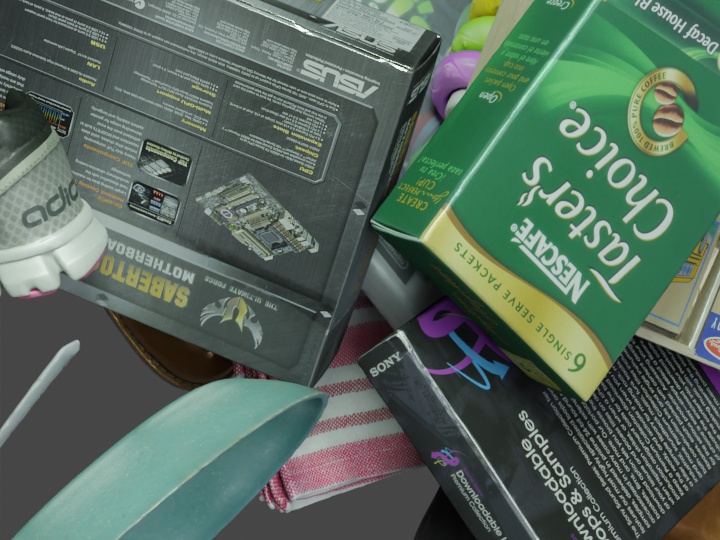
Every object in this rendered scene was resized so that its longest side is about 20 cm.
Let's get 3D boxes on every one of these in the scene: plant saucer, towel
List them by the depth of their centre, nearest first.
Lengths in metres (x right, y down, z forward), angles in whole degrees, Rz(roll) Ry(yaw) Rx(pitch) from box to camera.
[{"bbox_3d":[-0.098,0.106,1.027,0.200,0.200,0.036,-41,81,-14],"label":"plant saucer"},{"bbox_3d":[0.000,0.000,1.151,0.146,0.030,0.202,-12,100,-44],"label":"towel"}]

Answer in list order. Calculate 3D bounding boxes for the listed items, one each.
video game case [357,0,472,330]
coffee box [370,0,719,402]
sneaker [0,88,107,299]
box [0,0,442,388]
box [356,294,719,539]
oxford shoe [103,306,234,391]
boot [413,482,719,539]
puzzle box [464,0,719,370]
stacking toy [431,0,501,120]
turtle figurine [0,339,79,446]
[{"bbox_3d":[0.011,-0.099,1.138,0.200,0.023,0.182,51,51,-18],"label":"video game case"},{"bbox_3d":[0.107,-0.059,1.043,0.200,0.044,0.123,-52,123,-10],"label":"coffee box"},{"bbox_3d":[-0.205,-0.034,1.028,0.198,0.074,0.088,-4,113,15],"label":"sneaker"},{"bbox_3d":[-0.083,-0.059,1.045,0.199,0.048,0.159,22,119,7],"label":"box"},{"bbox_3d":[0.098,0.054,1.118,0.143,0.036,0.200,56,39,1],"label":"box"},{"bbox_3d":[-0.092,-0.037,1.115,0.071,0.071,0.201,-22,104,-21],"label":"oxford shoe"},{"bbox_3d":[0.116,0.122,1.165,0.199,0.068,0.189,18,49,-31],"label":"boot"},{"bbox_3d":[0.124,-0.041,1.101,0.199,0.025,0.134,21,91,-34],"label":"puzzle box"},{"bbox_3d":[0.076,-0.086,1.122,0.201,0.109,0.116,-55,128,-23],"label":"stacking toy"},{"bbox_3d":[-0.233,0.115,1.019,0.143,0.201,0.194,29,43,17],"label":"turtle figurine"}]
